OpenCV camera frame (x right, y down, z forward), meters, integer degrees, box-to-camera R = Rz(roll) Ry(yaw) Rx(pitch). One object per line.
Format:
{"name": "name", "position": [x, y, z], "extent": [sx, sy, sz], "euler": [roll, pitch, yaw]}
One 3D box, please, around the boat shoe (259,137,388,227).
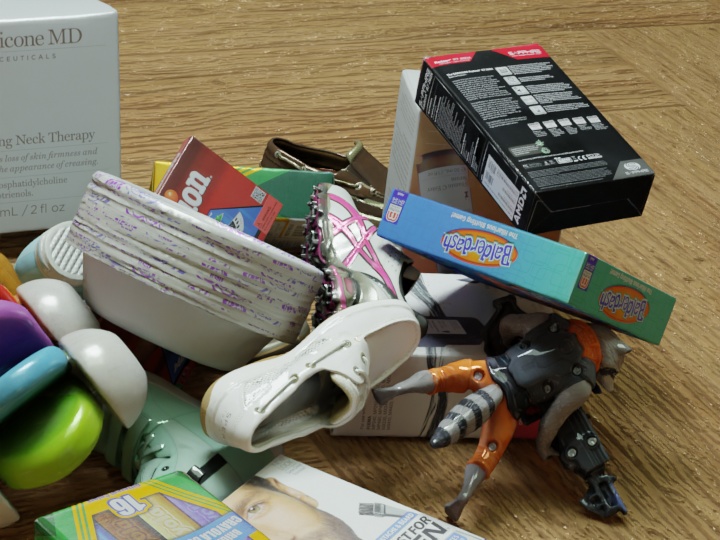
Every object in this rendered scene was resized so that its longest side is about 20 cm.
{"name": "boat shoe", "position": [-0.004, -0.090, 2.044], "extent": [0.200, 0.076, 0.075], "euler": [9, 26, 3]}

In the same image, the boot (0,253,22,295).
{"name": "boot", "position": [-0.324, 0.040, 1.700], "extent": [0.144, 0.201, 0.071], "euler": [48, 61, -1]}

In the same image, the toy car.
{"name": "toy car", "position": [-0.270, 0.075, 1.512], "extent": [0.175, 0.151, 0.200], "euler": [-38, 42, -10]}

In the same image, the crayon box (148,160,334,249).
{"name": "crayon box", "position": [-0.130, -0.060, 1.909], "extent": [0.198, 0.052, 0.126], "euler": [3, -11, -8]}

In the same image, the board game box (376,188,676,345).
{"name": "board game box", "position": [0.133, -0.003, 1.649], "extent": [0.199, 0.045, 0.152], "euler": [20, -2, 40]}

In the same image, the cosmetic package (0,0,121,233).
{"name": "cosmetic package", "position": [-0.327, -0.153, 1.922], "extent": [0.166, 0.202, 0.166], "euler": [-7, 18, -24]}

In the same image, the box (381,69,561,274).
{"name": "box", "position": [0.105, -0.070, 1.891], "extent": [0.151, 0.202, 0.107], "euler": [2, 25, -10]}

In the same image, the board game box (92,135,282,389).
{"name": "board game box", "position": [-0.150, -0.005, 1.723], "extent": [0.103, 0.019, 0.201], "euler": [36, 62, -17]}

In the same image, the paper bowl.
{"name": "paper bowl", "position": [-0.137, 0.007, 1.602], "extent": [0.199, 0.105, 0.201], "euler": [25, 0, 0]}

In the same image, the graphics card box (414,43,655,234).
{"name": "graphics card box", "position": [0.146, -0.114, 1.740], "extent": [0.124, 0.051, 0.200], "euler": [-10, 42, -28]}

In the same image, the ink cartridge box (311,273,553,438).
{"name": "ink cartridge box", "position": [0.064, 0.070, 1.731], "extent": [0.198, 0.085, 0.145], "euler": [2, 27, -9]}

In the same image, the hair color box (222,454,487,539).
{"name": "hair color box", "position": [-0.005, 0.211, 1.459], "extent": [0.198, 0.065, 0.109], "euler": [18, 29, 24]}

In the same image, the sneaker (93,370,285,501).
{"name": "sneaker", "position": [-0.169, 0.139, 1.549], "extent": [0.199, 0.074, 0.118], "euler": [16, 29, 18]}

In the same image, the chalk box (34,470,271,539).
{"name": "chalk box", "position": [-0.108, 0.239, 1.308], "extent": [0.123, 0.126, 0.199], "euler": [-15, 33, -38]}

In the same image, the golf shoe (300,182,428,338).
{"name": "golf shoe", "position": [0.000, 0.000, 1.688], "extent": [0.091, 0.073, 0.201], "euler": [4, 37, -14]}

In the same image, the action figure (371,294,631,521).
{"name": "action figure", "position": [0.135, 0.112, 1.589], "extent": [0.193, 0.105, 0.201], "euler": [-32, 76, -16]}

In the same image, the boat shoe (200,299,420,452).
{"name": "boat shoe", "position": [-0.023, 0.087, 1.538], "extent": [0.199, 0.071, 0.069], "euler": [-28, 38, -29]}

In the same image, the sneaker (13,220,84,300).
{"name": "sneaker", "position": [-0.223, -0.007, 1.832], "extent": [0.199, 0.075, 0.082], "euler": [8, -21, -43]}

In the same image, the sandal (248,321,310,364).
{"name": "sandal", "position": [-0.142, 0.040, 1.773], "extent": [0.198, 0.055, 0.080], "euler": [8, 25, 4]}
